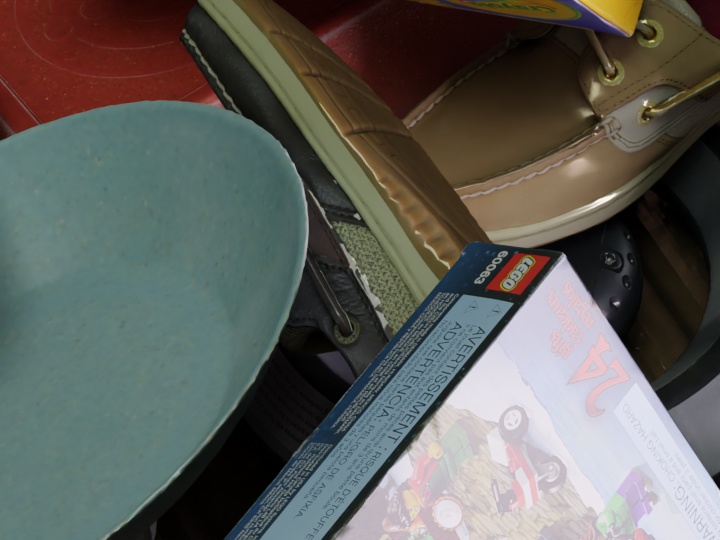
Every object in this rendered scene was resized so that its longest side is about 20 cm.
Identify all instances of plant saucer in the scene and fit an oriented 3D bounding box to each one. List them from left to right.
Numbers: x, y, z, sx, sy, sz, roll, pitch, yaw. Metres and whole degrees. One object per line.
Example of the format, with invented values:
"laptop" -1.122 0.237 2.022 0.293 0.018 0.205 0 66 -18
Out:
"plant saucer" -0.096 0.035 0.718 0.200 0.039 0.202 -20 37 16
"plant saucer" -0.063 -0.094 0.891 0.199 0.037 0.200 -32 44 -13

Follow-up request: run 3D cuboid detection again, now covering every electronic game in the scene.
"electronic game" 0.049 0.005 0.824 0.198 0.042 0.201 -3 47 3

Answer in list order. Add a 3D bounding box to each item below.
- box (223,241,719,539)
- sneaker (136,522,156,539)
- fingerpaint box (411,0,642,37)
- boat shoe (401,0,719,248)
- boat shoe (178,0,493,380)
"box" 0.049 0.112 0.660 0.038 0.200 0.137 7 50 51
"sneaker" -0.109 0.080 0.788 0.200 0.078 0.099 36 60 19
"fingerpaint box" 0.006 -0.172 0.804 0.199 0.073 0.168 14 84 34
"boat shoe" 0.086 -0.074 0.817 0.199 0.067 0.074 -30 51 -19
"boat shoe" 0.000 0.000 0.743 0.065 0.073 0.200 -43 65 14
